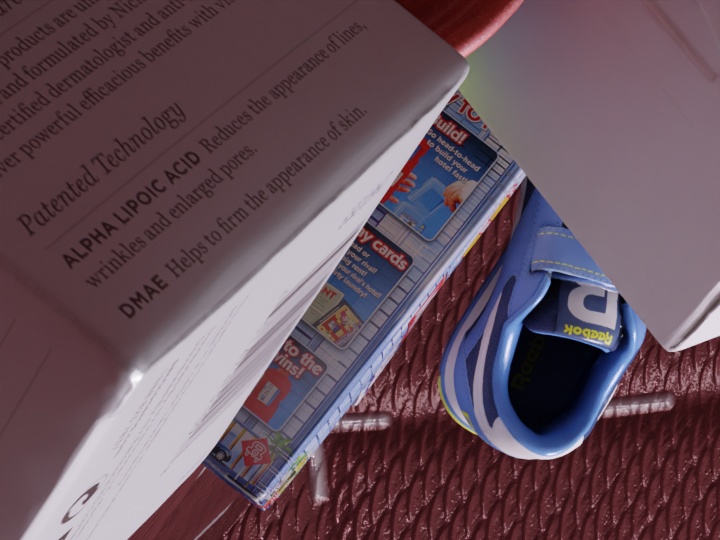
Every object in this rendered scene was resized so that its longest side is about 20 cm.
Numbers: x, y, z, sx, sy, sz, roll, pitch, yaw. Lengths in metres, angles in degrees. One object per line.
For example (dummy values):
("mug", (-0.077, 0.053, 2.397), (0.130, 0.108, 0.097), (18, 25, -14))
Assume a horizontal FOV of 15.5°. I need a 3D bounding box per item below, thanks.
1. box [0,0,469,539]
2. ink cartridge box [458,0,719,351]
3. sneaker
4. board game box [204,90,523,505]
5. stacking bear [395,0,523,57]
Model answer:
("box", (-0.100, 0.003, 0.776), (0.200, 0.131, 0.199), (-45, 171, -49))
("ink cartridge box", (0.163, -0.088, 0.939), (0.200, 0.147, 0.146), (-16, 152, -44))
("sneaker", (0.095, -0.011, 1.086), (0.082, 0.074, 0.200), (-118, -137, -72))
("board game box", (0.000, 0.000, 1.064), (0.200, 0.062, 0.200), (-51, 176, -5))
("stacking bear", (-0.025, -0.092, 0.935), (0.114, 0.121, 0.200), (-62, -173, -15))
